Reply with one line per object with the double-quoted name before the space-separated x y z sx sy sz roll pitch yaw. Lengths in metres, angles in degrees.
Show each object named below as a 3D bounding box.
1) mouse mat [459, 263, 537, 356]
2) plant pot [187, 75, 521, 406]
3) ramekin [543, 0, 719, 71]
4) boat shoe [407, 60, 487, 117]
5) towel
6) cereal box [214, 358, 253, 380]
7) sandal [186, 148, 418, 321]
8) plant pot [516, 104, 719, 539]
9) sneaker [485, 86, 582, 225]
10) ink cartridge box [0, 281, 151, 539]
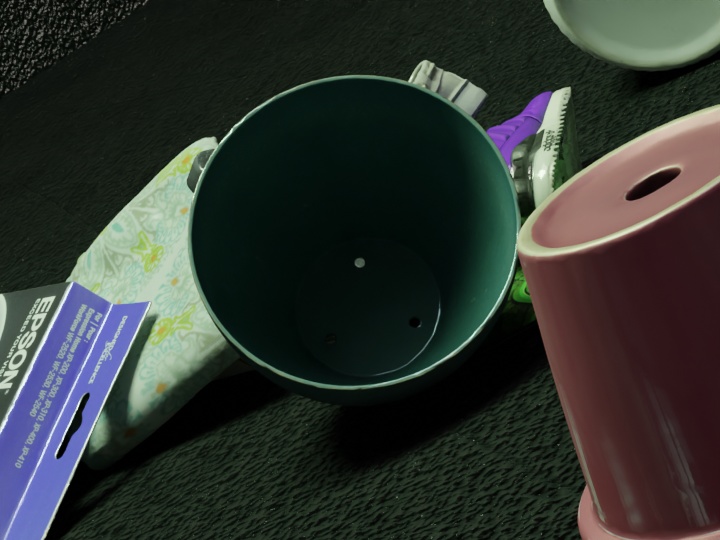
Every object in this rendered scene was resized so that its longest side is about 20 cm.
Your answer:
"mouse mat" 0.128 -0.008 1.641 0.160 0.008 0.200 -29 16 4
"plant pot" 0.000 0.000 1.558 0.199 0.201 0.135 -32 -20 -9
"ramekin" 0.218 -0.241 1.894 0.201 0.203 0.094 -24 26 20
"boat shoe" 0.029 -0.097 1.770 0.072 0.066 0.200 -57 -4 35
"towel" -0.141 0.021 1.769 0.171 0.048 0.201 -42 36 26
"cereal box" -0.118 0.014 1.825 0.199 0.039 0.145 -15 53 48
"sandal" -0.032 -0.019 1.720 0.076 0.199 0.043 -19 -44 -56
"plant pot" 0.162 0.035 1.094 0.199 0.180 0.200 -28 15 8
"sneaker" 0.096 -0.074 1.721 0.099 0.070 0.200 -7 15 12
"ink cartridge box" -0.247 0.104 1.753 0.199 0.043 0.199 -9 51 51
